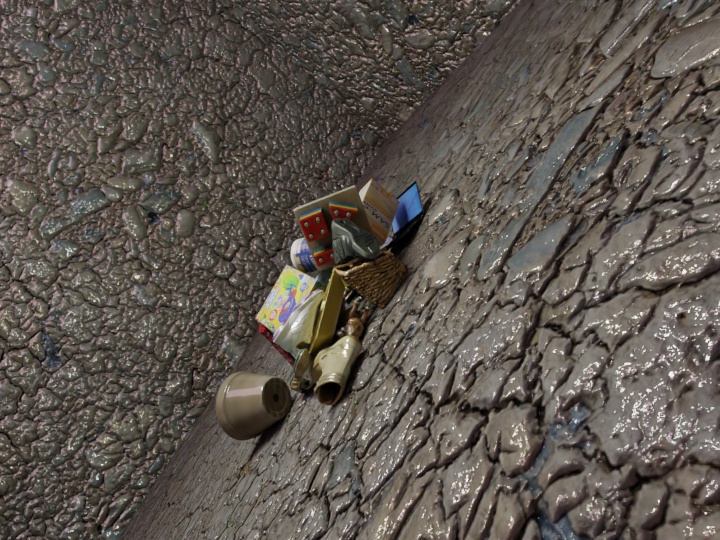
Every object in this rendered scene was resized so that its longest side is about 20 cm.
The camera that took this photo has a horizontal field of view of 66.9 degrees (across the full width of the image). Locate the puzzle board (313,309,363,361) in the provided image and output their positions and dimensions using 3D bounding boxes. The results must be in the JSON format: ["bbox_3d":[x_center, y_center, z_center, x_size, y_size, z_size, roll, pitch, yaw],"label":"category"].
[{"bbox_3d":[-0.078,0.200,1.554,0.149,0.017,0.203,-2,53,54],"label":"puzzle board"}]

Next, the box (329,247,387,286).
[{"bbox_3d":[0.000,0.000,1.688,0.197,0.051,0.075,-30,-4,25],"label":"box"}]

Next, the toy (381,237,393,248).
[{"bbox_3d":[0.007,-0.102,1.802,0.198,0.115,0.048,-30,-33,-36],"label":"toy"}]

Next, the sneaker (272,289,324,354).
[{"bbox_3d":[-0.160,0.147,1.565,0.201,0.099,0.075,-51,9,-6],"label":"sneaker"}]

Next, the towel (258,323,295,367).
[{"bbox_3d":[-0.255,0.252,1.746,0.022,0.201,0.144,-41,10,-7],"label":"towel"}]

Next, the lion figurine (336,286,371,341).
[{"bbox_3d":[-0.030,0.132,1.495,0.125,0.071,0.200,-63,13,10],"label":"lion figurine"}]

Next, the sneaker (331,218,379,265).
[{"bbox_3d":[-0.015,-0.054,1.474,0.075,0.117,0.198,-16,34,-32],"label":"sneaker"}]

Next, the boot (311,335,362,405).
[{"bbox_3d":[-0.080,0.264,1.343,0.199,0.072,0.157,-39,18,40],"label":"boot"}]

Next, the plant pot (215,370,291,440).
[{"bbox_3d":[-0.304,0.392,1.623,0.171,0.201,0.202,-20,29,38],"label":"plant pot"}]

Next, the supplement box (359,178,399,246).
[{"bbox_3d":[0.038,-0.173,1.705,0.073,0.125,0.203,-36,24,44],"label":"supplement box"}]

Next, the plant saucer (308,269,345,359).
[{"bbox_3d":[-0.091,0.133,1.499,0.201,0.047,0.205,115,170,-61],"label":"plant saucer"}]

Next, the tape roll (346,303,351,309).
[{"bbox_3d":[-0.094,0.188,1.708,0.204,0.037,0.203,-51,11,14],"label":"tape roll"}]

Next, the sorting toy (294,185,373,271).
[{"bbox_3d":[-0.069,-0.111,1.579,0.194,0.204,0.070,-19,22,6],"label":"sorting toy"}]

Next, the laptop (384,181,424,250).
[{"bbox_3d":[0.112,-0.159,1.737,0.200,0.104,0.177,-44,4,-37],"label":"laptop"}]

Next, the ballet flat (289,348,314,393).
[{"bbox_3d":[-0.150,0.279,1.488,0.071,0.064,0.202,-55,-9,-33],"label":"ballet flat"}]

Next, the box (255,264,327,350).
[{"bbox_3d":[-0.197,0.119,1.707,0.191,0.121,0.203,21,78,50],"label":"box"}]

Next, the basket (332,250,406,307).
[{"bbox_3d":[0.028,-0.005,1.513,0.144,0.148,0.200,-52,10,-5],"label":"basket"}]

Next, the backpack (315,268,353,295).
[{"bbox_3d":[-0.084,0.038,1.837,0.202,0.165,0.127,-55,15,15],"label":"backpack"}]

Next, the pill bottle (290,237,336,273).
[{"bbox_3d":[-0.116,-0.061,1.723,0.196,0.112,0.112,-11,34,32],"label":"pill bottle"}]
